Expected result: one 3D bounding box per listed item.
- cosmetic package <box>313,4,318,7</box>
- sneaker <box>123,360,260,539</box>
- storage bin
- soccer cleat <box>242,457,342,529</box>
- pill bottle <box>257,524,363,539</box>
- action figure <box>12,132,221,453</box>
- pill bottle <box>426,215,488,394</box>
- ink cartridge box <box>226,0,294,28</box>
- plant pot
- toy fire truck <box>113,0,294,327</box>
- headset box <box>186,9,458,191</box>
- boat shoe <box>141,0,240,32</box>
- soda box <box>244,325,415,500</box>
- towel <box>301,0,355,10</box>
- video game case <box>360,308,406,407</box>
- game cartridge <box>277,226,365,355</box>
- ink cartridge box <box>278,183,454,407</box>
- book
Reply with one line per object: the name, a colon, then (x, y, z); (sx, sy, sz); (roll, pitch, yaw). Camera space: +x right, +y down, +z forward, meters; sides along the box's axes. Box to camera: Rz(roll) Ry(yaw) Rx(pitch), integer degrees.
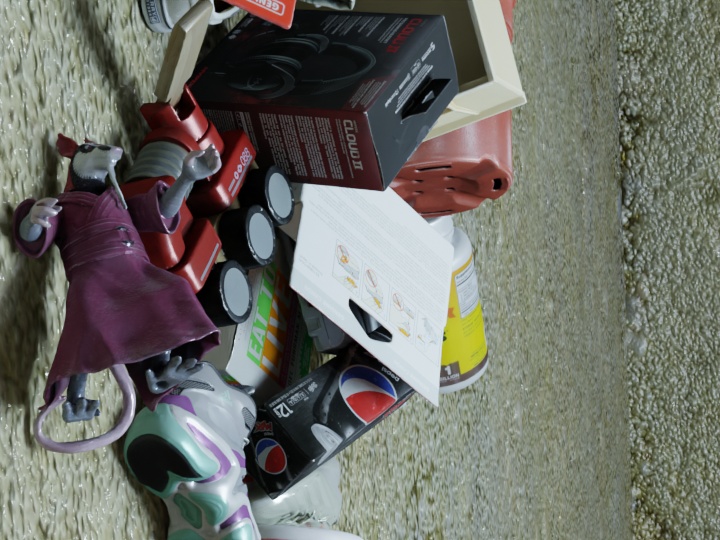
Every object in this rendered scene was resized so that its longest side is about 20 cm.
cosmetic package: (-0.037, -0.317, 1.336); (0.200, 0.101, 0.071); (62, 0, 37)
sneaker: (-0.106, 0.148, 1.280); (0.140, 0.078, 0.200); (-69, 152, -46)
storage bin: (0.020, -0.213, 1.429); (0.094, 0.198, 0.201); (12, 62, -63)
soccer cleat: (-0.054, 0.203, 1.443); (0.200, 0.069, 0.078); (-8, 82, -75)
pill bottle: (-0.057, 0.317, 1.362); (0.114, 0.114, 0.201); (43, 49, -65)
action figure: (-0.161, -0.002, 1.088); (0.149, 0.134, 0.200); (119, -41, -51)
pill bottle: (0.072, 0.025, 1.770); (0.109, 0.109, 0.200); (-62, 145, -56)
ink cartridge box: (-0.111, -0.283, 1.134); (0.200, 0.044, 0.174); (22, 60, -23)
plant pot: (0.060, -0.164, 1.553); (0.201, 0.200, 0.196); (40, 42, -66)
toy fire truck: (-0.131, -0.074, 1.180); (0.200, 0.128, 0.176); (62, 31, -31)
headset box: (-0.027, -0.138, 1.305); (0.149, 0.200, 0.077); (-54, 140, -42)
boat shoe: (-0.096, -0.235, 1.317); (0.202, 0.086, 0.075); (-44, 131, -65)
soda box: (-0.020, 0.113, 1.400); (0.063, 0.071, 0.200); (49, 40, 8)
towel: (-0.079, -0.295, 1.226); (0.035, 0.192, 0.200); (117, -17, -64)
video game case: (-0.001, 0.005, 1.568); (0.200, 0.023, 0.182); (-109, -174, -59)
game cartridge: (-0.041, -0.026, 1.448); (0.133, 0.041, 0.200); (47, 27, -83)
ink cartridge box: (0.000, 0.000, 1.374); (0.200, 0.043, 0.174); (41, 43, -36)
book: (-0.086, 0.050, 1.408); (0.200, 0.048, 0.134); (52, 42, -66)
